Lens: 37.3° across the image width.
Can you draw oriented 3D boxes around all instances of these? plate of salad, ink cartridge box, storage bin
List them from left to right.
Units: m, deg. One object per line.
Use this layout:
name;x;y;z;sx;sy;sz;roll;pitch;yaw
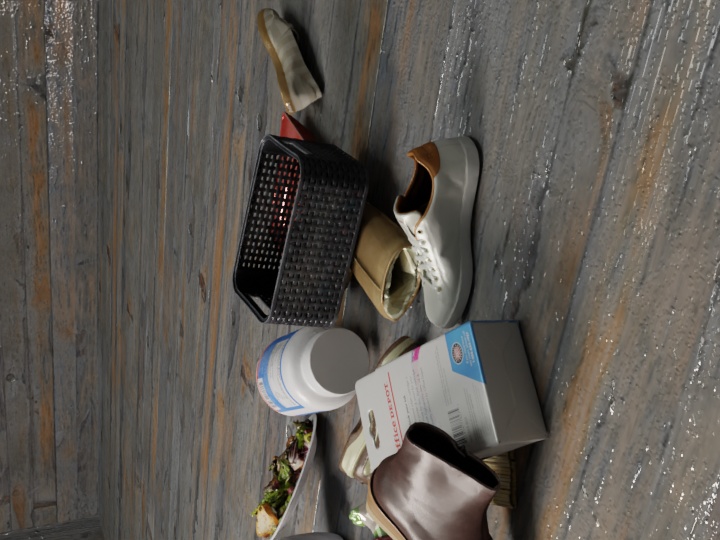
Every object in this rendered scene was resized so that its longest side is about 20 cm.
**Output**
plate of salad;-0.111;0.299;1.548;0.200;0.047;0.203;-157;89;-83
storage bin;-0.074;-0.046;1.272;0.135;0.092;0.204;39;120;56
ink cartridge box;0.082;0.134;1.052;0.199;0.067;0.117;-32;65;49

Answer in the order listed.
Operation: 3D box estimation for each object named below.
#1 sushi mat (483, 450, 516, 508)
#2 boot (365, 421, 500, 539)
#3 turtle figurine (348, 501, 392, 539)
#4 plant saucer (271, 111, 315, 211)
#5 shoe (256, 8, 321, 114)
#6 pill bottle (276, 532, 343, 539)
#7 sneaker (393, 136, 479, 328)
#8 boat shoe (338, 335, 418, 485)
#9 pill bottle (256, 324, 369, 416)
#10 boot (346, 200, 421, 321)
sushi mat;0.089;0.190;1.117;0.198;0.012;0.098;-6;89;54
boot;0.096;0.239;0.989;0.199;0.073;0.167;36;144;6
turtle figurine;0.037;0.369;1.182;0.202;0.141;0.196;111;149;-41
plant saucer;-0.072;-0.086;1.472;0.201;0.036;0.203;-123;34;-49
shoe;-0.098;-0.296;1.480;0.070;0.053;0.202;60;-171;-53
pill bottle;-0.068;0.482;1.498;0.114;0.112;0.205;174;90;-67
sneaker;0.067;-0.035;1.086;0.073;0.083;0.204;-143;50;-58
boat shoe;0.041;0.170;1.240;0.074;0.074;0.205;32;126;20
pill bottle;-0.060;0.129;1.399;0.199;0.110;0.115;155;107;-65
boot;0.000;0.000;1.283;0.200;0.065;0.178;-128;39;-51
